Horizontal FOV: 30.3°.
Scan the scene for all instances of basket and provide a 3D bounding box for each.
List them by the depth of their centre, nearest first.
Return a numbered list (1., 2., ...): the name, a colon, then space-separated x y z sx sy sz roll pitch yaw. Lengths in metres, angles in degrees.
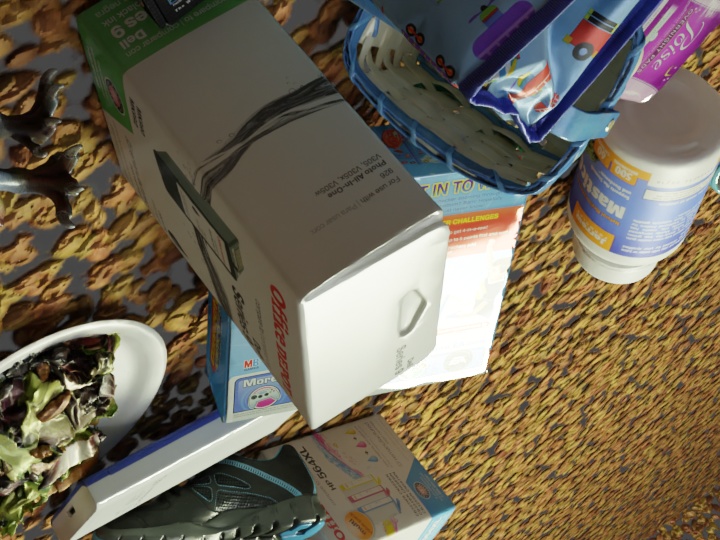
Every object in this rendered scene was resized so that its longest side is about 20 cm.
1. basket: 0.073 -0.124 0.750 0.140 0.176 0.200 -56 161 13

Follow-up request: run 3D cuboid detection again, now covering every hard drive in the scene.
1. hard drive: -0.135 0.141 1.026 0.199 0.025 0.132 -26 170 -31

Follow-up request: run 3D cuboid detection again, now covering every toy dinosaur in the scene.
1. toy dinosaur: -0.211 -0.057 0.561 0.180 0.106 0.200 5 146 -31

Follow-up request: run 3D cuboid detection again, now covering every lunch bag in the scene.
1. lunch bag: 0.083 -0.185 0.581 0.200 0.151 0.094 -46 156 14

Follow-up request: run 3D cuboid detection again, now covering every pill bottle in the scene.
1. pill bottle: 0.241 -0.075 1.156 0.112 0.112 0.201 -31 154 -21

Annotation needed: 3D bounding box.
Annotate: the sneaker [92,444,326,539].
1. sneaker: -0.132 0.201 1.130 0.199 0.082 0.073 -5 149 -24

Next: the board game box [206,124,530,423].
1. board game box: 0.000 0.000 0.881 0.198 0.056 0.197 -9 134 -18

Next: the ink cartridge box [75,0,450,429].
1. ink cartridge box: -0.049 -0.040 0.676 0.084 0.200 0.146 -32 154 -16

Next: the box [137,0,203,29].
1. box: -0.044 -0.218 0.577 0.200 0.044 0.160 -39 157 -6

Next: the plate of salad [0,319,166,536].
1. plate of salad: -0.209 0.110 0.883 0.199 0.048 0.201 -32 154 -18

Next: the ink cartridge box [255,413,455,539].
1. ink cartridge box: -0.036 0.240 1.256 0.199 0.129 0.126 -10 142 -50

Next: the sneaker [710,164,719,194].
1. sneaker: 0.440 -0.144 1.352 0.079 0.096 0.201 -11 142 -49

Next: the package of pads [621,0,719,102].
1. package of pads: 0.175 -0.186 0.918 0.121 0.076 0.199 -49 155 23
